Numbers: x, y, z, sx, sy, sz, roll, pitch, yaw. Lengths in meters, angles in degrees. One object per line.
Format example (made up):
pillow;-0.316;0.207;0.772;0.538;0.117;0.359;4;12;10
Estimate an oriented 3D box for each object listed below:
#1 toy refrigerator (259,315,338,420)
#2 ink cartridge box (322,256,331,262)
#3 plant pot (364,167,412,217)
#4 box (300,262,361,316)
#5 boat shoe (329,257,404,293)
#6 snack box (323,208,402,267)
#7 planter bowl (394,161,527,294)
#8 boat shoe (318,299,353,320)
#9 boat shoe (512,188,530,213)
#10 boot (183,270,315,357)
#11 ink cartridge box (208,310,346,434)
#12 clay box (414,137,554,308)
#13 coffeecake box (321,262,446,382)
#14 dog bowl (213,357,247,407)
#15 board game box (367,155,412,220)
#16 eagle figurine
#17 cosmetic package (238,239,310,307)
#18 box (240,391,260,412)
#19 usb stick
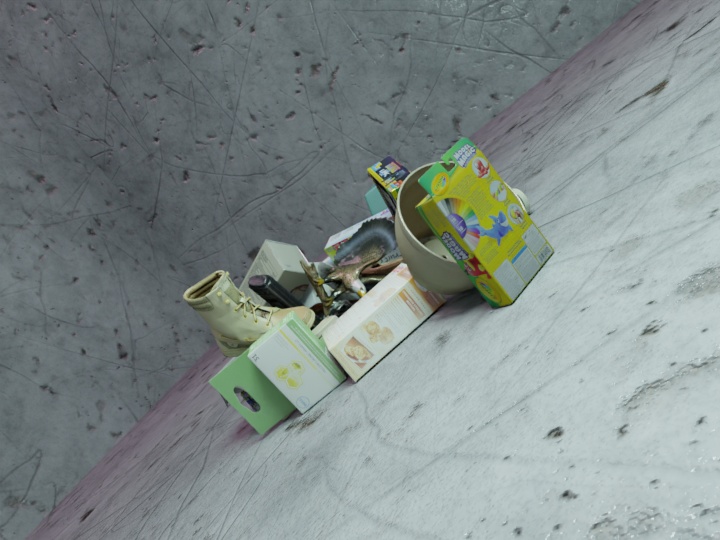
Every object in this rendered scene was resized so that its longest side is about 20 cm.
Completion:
toy refrigerator;-0.100;0.180;1.194;0.200;0.076;0.070;-43;8;-20
ink cartridge box;-0.082;0.049;1.646;0.199;0.126;0.129;-36;9;26
plant pot;0.110;-0.127;1.430;0.141;0.201;0.141;-37;8;21
box;-0.082;0.050;1.437;0.199;0.098;0.124;-2;-25;-48
boat shoe;0.025;0.003;1.326;0.198;0.070;0.074;-9;8;18
snack box;0.042;-0.042;1.359;0.199;0.143;0.053;-24;27;30
planter bowl;0.140;-0.047;0.978;0.200;0.199;0.135;-45;-18;-34
boat shoe;-0.040;0.096;1.330;0.073;0.069;0.199;-7;-13;-25
boat shoe;0.227;-0.099;1.183;0.067;0.072;0.200;-38;8;-22
boot;-0.194;0.066;1.112;0.198;0.156;0.073;-15;34;22
ink cartridge box;-0.144;0.187;1.093;0.199;0.146;0.048;-40;15;6
clay box;0.159;-0.065;0.846;0.115;0.201;0.048;-43;8;-28
coffeecake box;0.034;0.082;1.095;0.200;0.073;0.153;-41;8;-3
dog bowl;-0.203;0.174;1.242;0.200;0.059;0.200;-41;6;5
board game box;0.098;-0.097;1.170;0.056;0.201;0.166;-31;26;1
eagle figurine;0.003;0.005;1.228;0.198;0.152;0.152;-27;-22;-4
cosmetic package;-0.190;0.049;1.335;0.087;0.104;0.201;9;-55;-42
box;-0.147;0.204;1.298;0.200;0.070;0.064;-42;8;-8
usb stick;-0.138;0.065;1.204;0.055;0.200;0.033;0;62;31
